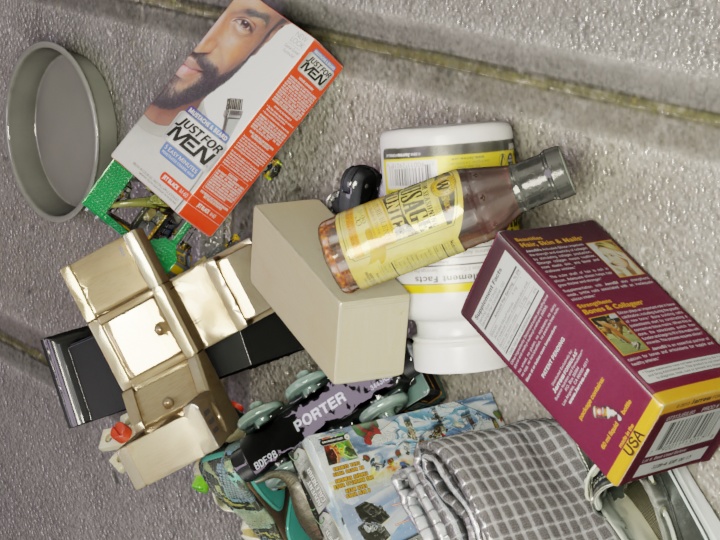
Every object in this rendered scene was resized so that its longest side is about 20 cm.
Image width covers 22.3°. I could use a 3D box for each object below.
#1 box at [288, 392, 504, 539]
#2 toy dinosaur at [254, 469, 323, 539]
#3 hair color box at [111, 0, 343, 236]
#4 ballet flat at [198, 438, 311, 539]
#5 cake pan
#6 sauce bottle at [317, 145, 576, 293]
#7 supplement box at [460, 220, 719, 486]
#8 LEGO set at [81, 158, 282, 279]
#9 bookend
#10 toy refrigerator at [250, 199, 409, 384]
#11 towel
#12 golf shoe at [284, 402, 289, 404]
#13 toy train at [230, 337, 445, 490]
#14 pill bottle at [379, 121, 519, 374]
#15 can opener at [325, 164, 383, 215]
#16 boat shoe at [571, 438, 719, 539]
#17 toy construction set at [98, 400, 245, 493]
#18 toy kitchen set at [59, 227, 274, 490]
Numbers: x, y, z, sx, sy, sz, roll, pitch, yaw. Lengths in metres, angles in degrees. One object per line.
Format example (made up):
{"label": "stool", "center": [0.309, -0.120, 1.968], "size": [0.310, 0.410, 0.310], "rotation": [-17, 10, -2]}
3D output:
{"label": "box", "center": [0.052, 0.185, 1.498], "size": [0.040, 0.199, 0.137], "rotation": [-44, 63, 47]}
{"label": "toy dinosaur", "center": [0.003, 0.216, 1.556], "size": [0.077, 0.199, 0.102], "rotation": [-108, 32, -41]}
{"label": "hair color box", "center": [-0.123, -0.146, 1.676], "size": [0.111, 0.064, 0.200], "rotation": [38, 89, 35]}
{"label": "ballet flat", "center": [-0.092, 0.223, 1.710], "size": [0.074, 0.074, 0.200], "rotation": [29, 156, 44]}
{"label": "cake pan", "center": [-0.332, -0.154, 2.026], "size": [0.200, 0.037, 0.201], "rotation": [12, 105, 49]}
{"label": "sauce bottle", "center": [0.067, -0.044, 1.412], "size": [0.199, 0.066, 0.066], "rotation": [-22, 76, 8]}
{"label": "supplement box", "center": [0.184, 0.058, 1.385], "size": [0.200, 0.110, 0.086], "rotation": [49, 130, 34]}
{"label": "LEGO set", "center": [-0.165, -0.077, 1.781], "size": [0.153, 0.116, 0.201], "rotation": [27, 87, 23]}
{"label": "bookend", "center": [-0.163, 0.065, 1.731], "size": [0.198, 0.199, 0.093], "rotation": [-22, 86, 51]}
{"label": "toy refrigerator", "center": [-0.026, 0.014, 1.537], "size": [0.200, 0.070, 0.076], "rotation": [-134, 43, -56]}
{"label": "towel", "center": [0.139, 0.213, 1.428], "size": [0.086, 0.165, 0.200], "rotation": [-51, 58, 36]}
{"label": "golf shoe", "center": [-0.012, 0.208, 1.699], "size": [0.200, 0.078, 0.097], "rotation": [58, 156, 29]}
{"label": "toy train", "center": [-0.018, 0.126, 1.594], "size": [0.200, 0.114, 0.085], "rotation": [-35, 70, 16]}
{"label": "pill bottle", "center": [0.077, -0.020, 1.501], "size": [0.111, 0.111, 0.201], "rotation": [3, 98, 50]}
{"label": "can opener", "center": [0.000, 0.000, 1.634], "size": [0.079, 0.063, 0.201], "rotation": [29, 118, 43]}
{"label": "boat shoe", "center": [0.208, 0.162, 1.406], "size": [0.200, 0.071, 0.072], "rotation": [53, 133, 31]}
{"label": "toy construction set", "center": [-0.149, 0.170, 1.759], "size": [0.131, 0.200, 0.093], "rotation": [7, 79, 41]}
{"label": "toy kitchen set", "center": [-0.154, 0.053, 1.581], "size": [0.201, 0.163, 0.180], "rotation": [62, -176, -1]}
